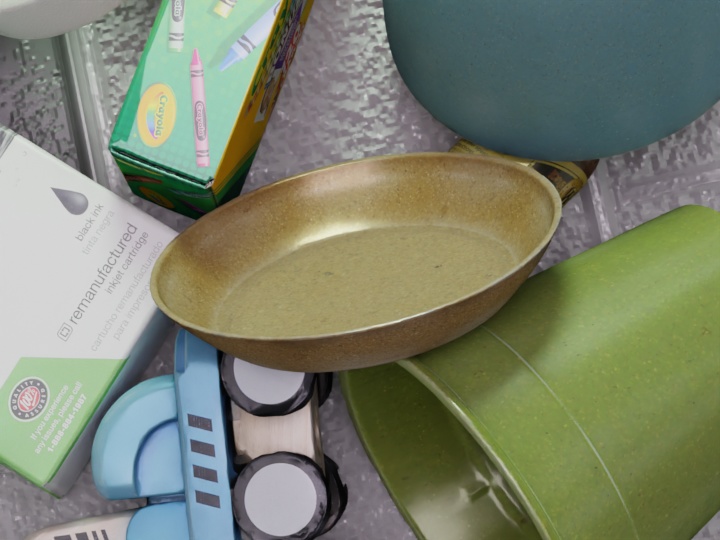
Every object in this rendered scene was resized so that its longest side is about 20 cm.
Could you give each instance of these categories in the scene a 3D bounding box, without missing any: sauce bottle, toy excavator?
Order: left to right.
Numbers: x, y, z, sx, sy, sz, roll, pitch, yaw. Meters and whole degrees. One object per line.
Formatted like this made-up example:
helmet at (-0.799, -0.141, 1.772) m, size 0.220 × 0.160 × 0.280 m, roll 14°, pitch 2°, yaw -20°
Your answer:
toy excavator at (-0.109, 0.123, 1.267) m, size 0.199 × 0.100 × 0.195 m, roll -5°, pitch 87°, yaw 6°
sauce bottle at (0.078, -0.051, 1.303) m, size 0.065 × 0.065 × 0.200 m, roll 44°, pitch 86°, yaw 7°

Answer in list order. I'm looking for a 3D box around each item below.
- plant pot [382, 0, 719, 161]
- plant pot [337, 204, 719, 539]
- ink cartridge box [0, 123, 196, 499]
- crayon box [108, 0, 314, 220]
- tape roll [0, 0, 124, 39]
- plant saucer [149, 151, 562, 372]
plant pot at (0.100, -0.174, 1.253) m, size 0.199 × 0.135 × 0.201 m, roll -5°, pitch 60°, yaw 9°
plant pot at (0.122, 0.067, 1.239) m, size 0.190 × 0.200 × 0.200 m, roll -33°, pitch 82°, yaw -17°
ink cartridge box at (-0.201, 0.002, 1.289) m, size 0.200 × 0.084 × 0.146 m, roll 31°, pitch 83°, yaw 5°
crayon box at (-0.063, -0.132, 1.290) m, size 0.058 × 0.119 × 0.201 m, roll 20°, pitch 82°, yaw 4°
tape roll at (-0.152, -0.215, 1.288) m, size 0.202 × 0.037 × 0.204 m, roll -17°, pitch 60°, yaw 32°
plant saucer at (0.000, 0.000, 1.202) m, size 0.199 × 0.200 × 0.036 m, roll -13°, pitch 114°, yaw -1°
